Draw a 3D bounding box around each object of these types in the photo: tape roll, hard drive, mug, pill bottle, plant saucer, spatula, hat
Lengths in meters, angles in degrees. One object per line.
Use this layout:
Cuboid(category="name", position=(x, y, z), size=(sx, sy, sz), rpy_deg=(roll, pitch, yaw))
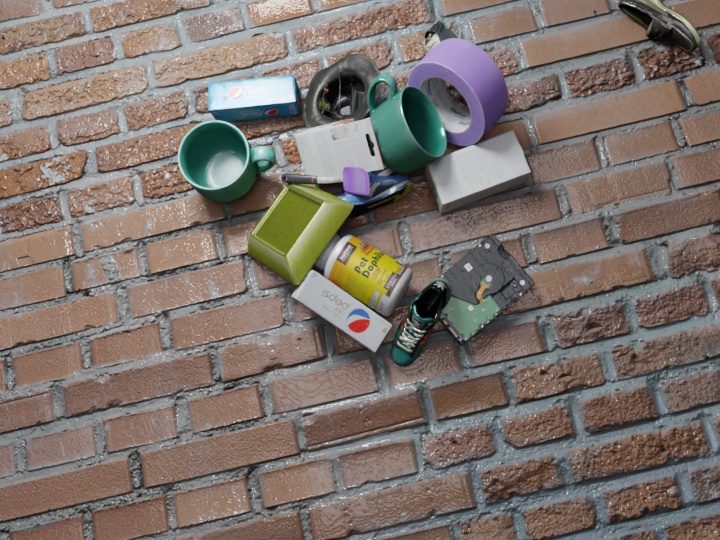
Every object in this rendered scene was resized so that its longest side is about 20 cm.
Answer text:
Cuboid(category="tape roll", position=(0.198, -0.364, 1.215), size=(0.199, 0.200, 0.085), rpy_deg=(41, 70, 11))
Cuboid(category="hard drive", position=(0.241, 0.039, 1.221), size=(0.199, 0.038, 0.140), rpy_deg=(-39, 79, -5))
Cuboid(category="mug", position=(0.083, -0.294, 1.206), size=(0.114, 0.151, 0.188), rpy_deg=(-23, 82, 38))
Cuboid(category="pill bottle", position=(0.000, 0.000, 1.208), size=(0.198, 0.109, 0.110), rpy_deg=(30, 82, 9))
Cuboid(category="plant saucer", position=(-0.140, -0.095, 1.216), size=(0.199, 0.048, 0.201), rpy_deg=(28, 80, 44))
Cuboid(category="spatula", position=(-0.074, -0.188, 1.219), size=(0.197, 0.021, 0.057), rpy_deg=(5, 113, 15))
Cuboid(category="mug", position=(-0.285, -0.219, 1.261), size=(0.183, 0.114, 0.153), rpy_deg=(28, 81, 8))
Cuboid(category="hat", position=(-0.028, -0.367, 1.293), size=(0.198, 0.081, 0.204), rpy_deg=(-10, 70, 28))

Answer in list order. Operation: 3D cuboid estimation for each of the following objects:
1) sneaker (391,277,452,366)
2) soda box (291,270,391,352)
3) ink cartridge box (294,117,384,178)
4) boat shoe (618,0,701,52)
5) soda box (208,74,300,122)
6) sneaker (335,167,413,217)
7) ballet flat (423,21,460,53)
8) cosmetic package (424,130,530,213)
Cuboid(category="sneaker", position=(0.112, 0.106, 1.173), size=(0.071, 0.080, 0.202), rpy_deg=(30, 103, 16))
Cuboid(category="soda box", position=(-0.038, 0.081, 1.185), size=(0.199, 0.064, 0.069), rpy_deg=(35, 83, -12))
Cuboid(category="ink cartridge box", position=(-0.037, -0.252, 1.222), size=(0.198, 0.050, 0.110), rpy_deg=(-4, 113, 35))
Cuboid(category="boat shoe", position=(0.654, -0.543, 1.298), size=(0.065, 0.073, 0.200), rpy_deg=(-44, 76, 6))
Cuboid(category="soda box", position=(-0.237, -0.386, 1.325), size=(0.197, 0.064, 0.069), rpy_deg=(-5, 78, 3))
Cuboid(category="sneaker", position=(0.011, -0.174, 1.264), size=(0.198, 0.074, 0.083), rpy_deg=(-21, 79, -9))
Cuboid(category="ballet flat", position=(0.174, -0.487, 1.274), size=(0.072, 0.074, 0.201), rpy_deg=(-2, 34, -3))
Cuboid(category="cosmetic package", position=(0.246, -0.208, 1.252), size=(0.197, 0.071, 0.103), rpy_deg=(-20, 78, 0))
